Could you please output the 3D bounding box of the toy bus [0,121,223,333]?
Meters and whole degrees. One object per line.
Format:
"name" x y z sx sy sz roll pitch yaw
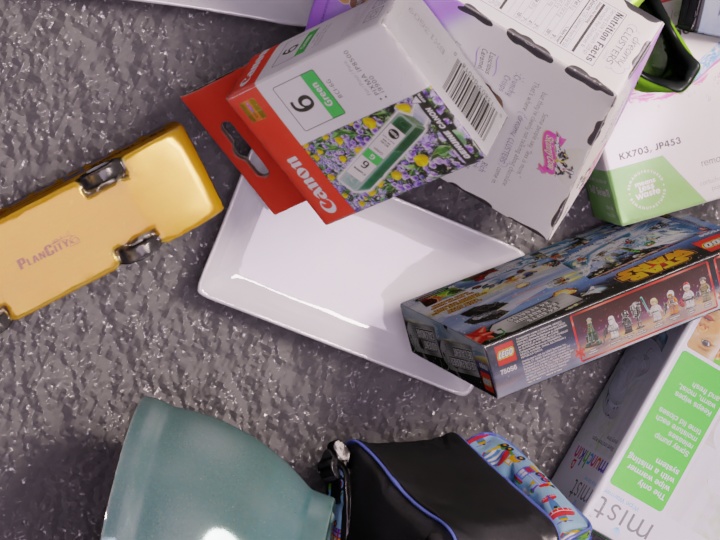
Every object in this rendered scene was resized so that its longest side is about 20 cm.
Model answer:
"toy bus" -0.189 -0.023 1.690 0.199 0.078 0.065 -28 101 -6

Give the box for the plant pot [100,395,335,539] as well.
"plant pot" -0.088 0.189 1.658 0.134 0.200 0.201 10 95 2

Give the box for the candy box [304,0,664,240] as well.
"candy box" 0.068 -0.133 1.649 0.199 0.168 0.072 31 57 6

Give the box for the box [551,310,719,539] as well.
"box" 0.255 0.132 1.779 0.200 0.097 0.177 31 88 -13

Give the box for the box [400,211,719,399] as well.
"box" 0.142 0.017 1.707 0.199 0.137 0.040 -21 107 -17

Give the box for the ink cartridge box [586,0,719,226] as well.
"ink cartridge box" 0.193 -0.142 1.750 0.117 0.067 0.201 -16 99 -8

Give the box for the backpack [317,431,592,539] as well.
"backpack" 0.052 0.224 1.716 0.134 0.183 0.201 -3 111 -26

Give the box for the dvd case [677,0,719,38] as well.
"dvd case" 0.290 -0.214 1.731 0.199 0.018 0.143 5 100 -43

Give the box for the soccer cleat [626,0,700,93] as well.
"soccer cleat" 0.139 -0.185 1.640 0.200 0.081 0.068 44 83 -25

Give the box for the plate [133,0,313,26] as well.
"plate" -0.106 -0.268 1.701 0.199 0.032 0.201 7 95 -12

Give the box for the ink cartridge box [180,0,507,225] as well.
"ink cartridge box" -0.020 -0.090 1.635 0.200 0.050 0.109 -22 116 38

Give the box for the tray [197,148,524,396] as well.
"tray" 0.000 0.000 1.755 0.199 0.022 0.108 22 91 -12
